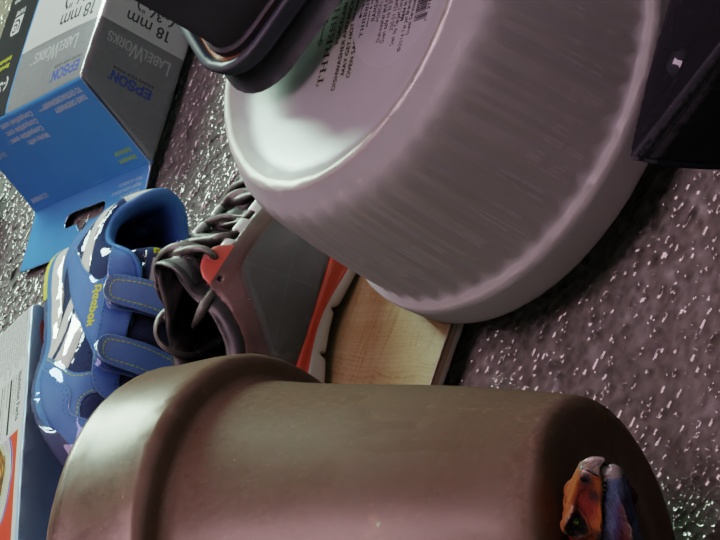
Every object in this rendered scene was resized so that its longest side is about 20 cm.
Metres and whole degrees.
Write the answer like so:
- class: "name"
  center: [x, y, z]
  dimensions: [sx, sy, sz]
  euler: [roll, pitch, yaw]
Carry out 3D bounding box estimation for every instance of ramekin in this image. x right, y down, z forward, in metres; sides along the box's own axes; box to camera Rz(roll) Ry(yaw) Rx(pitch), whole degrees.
- class: "ramekin"
  center: [0.030, -0.089, 1.010]
  dimensions: [0.200, 0.105, 0.202]
  euler: [-33, 44, 40]

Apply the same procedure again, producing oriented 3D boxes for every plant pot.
- class: "plant pot"
  center: [0.014, 0.114, 0.857]
  dimensions: [0.173, 0.200, 0.202]
  euler: [-16, 51, 31]

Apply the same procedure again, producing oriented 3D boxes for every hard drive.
- class: "hard drive"
  center: [0.159, -0.134, 0.877]
  dimensions: [0.135, 0.042, 0.201]
  euler: [-56, 10, 46]

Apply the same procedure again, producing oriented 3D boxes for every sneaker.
- class: "sneaker"
  center: [-0.117, 0.036, 1.218]
  dimensions: [0.082, 0.074, 0.201]
  euler: [-44, 36, 27]
- class: "sneaker"
  center: [-0.051, -0.005, 1.103]
  dimensions: [0.077, 0.082, 0.202]
  euler: [-26, 47, 47]

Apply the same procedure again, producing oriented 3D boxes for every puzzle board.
- class: "puzzle board"
  center: [0.000, 0.000, 1.118]
  dimensions: [0.199, 0.017, 0.152]
  euler: [1, 69, 59]

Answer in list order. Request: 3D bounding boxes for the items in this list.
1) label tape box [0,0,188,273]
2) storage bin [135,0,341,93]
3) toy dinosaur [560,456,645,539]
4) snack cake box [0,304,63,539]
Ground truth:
- class: "label tape box"
  center: [-0.164, -0.113, 1.419]
  dimensions: [0.144, 0.063, 0.202]
  euler: [-17, 52, 53]
- class: "storage bin"
  center: [-0.060, -0.199, 0.974]
  dimensions: [0.200, 0.134, 0.146]
  euler: [-51, 44, 20]
- class: "toy dinosaur"
  center: [0.141, 0.085, 0.720]
  dimensions: [0.181, 0.105, 0.201]
  euler: [-33, 41, 33]
- class: "snack cake box"
  center: [-0.178, 0.133, 1.242]
  dimensions: [0.115, 0.067, 0.201]
  euler: [-38, 38, 34]
